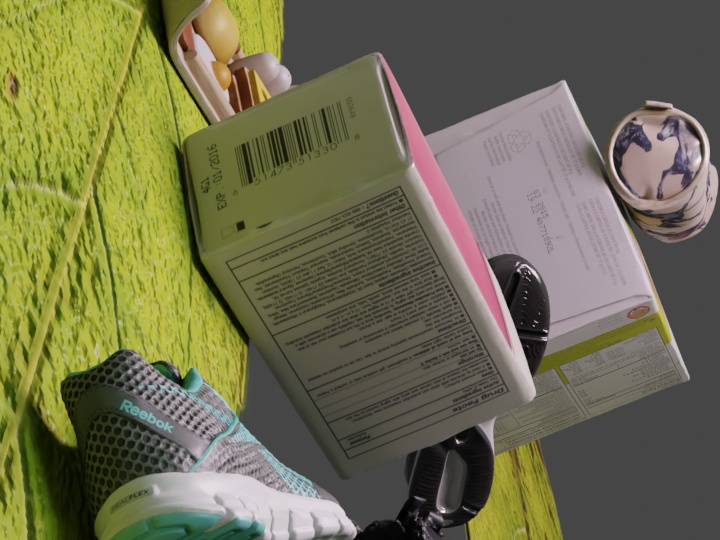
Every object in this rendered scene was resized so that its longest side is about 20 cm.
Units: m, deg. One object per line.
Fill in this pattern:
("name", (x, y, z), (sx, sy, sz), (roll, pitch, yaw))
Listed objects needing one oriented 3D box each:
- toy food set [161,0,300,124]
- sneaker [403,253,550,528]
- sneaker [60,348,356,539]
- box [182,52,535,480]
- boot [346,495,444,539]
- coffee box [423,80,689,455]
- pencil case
("toy food set", (-0.070, -0.139, 1.388), (0.144, 0.060, 0.200), (-104, 167, -47))
("sneaker", (0.062, 0.060, 1.463), (0.116, 0.075, 0.202), (-112, -146, -58))
("sneaker", (-0.060, 0.079, 0.865), (0.092, 0.077, 0.200), (66, 6, 18))
("box", (0.000, 0.000, 1.238), (0.109, 0.127, 0.200), (-105, 169, -48))
("boot", (0.059, 0.224, 1.216), (0.199, 0.073, 0.162), (63, 5, 18))
("coffee box", (0.122, 0.007, 1.725), (0.198, 0.199, 0.201), (50, 19, -63))
("pencil case", (0.236, -0.077, 1.703), (0.200, 0.077, 0.090), (28, 57, -77))
